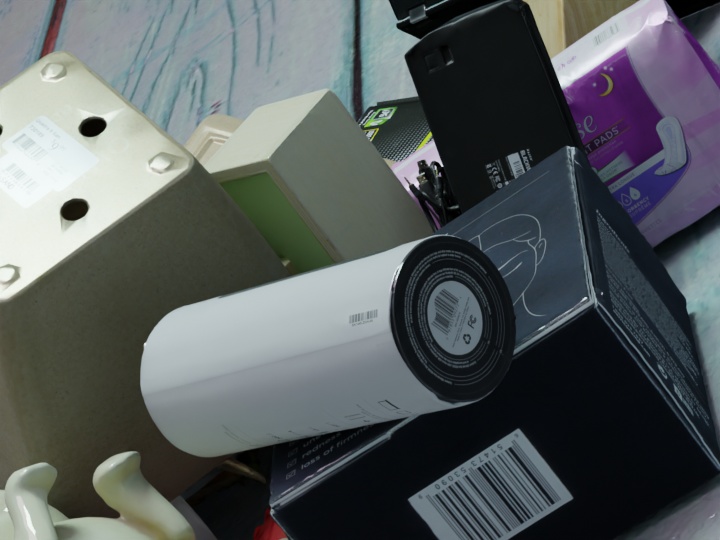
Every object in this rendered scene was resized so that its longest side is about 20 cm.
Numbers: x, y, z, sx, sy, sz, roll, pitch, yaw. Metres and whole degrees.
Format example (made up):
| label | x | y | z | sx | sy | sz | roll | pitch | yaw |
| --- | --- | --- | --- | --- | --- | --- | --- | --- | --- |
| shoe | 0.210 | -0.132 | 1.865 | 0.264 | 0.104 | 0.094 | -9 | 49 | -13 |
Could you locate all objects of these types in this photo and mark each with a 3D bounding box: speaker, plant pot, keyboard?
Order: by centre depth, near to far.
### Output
| label | x | y | z | sx | sy | sz | roll | pitch | yaw |
| --- | --- | --- | --- | --- | --- | --- | --- | --- | --- |
| speaker | -0.020 | 0.040 | 1.414 | 0.199 | 0.081 | 0.081 | -16 | 29 | 49 |
| plant pot | -0.159 | 0.004 | 1.605 | 0.200 | 0.178 | 0.200 | -37 | 51 | -17 |
| keyboard | 0.080 | -0.043 | 1.624 | 0.104 | 0.201 | 0.040 | -20 | -3 | 10 |

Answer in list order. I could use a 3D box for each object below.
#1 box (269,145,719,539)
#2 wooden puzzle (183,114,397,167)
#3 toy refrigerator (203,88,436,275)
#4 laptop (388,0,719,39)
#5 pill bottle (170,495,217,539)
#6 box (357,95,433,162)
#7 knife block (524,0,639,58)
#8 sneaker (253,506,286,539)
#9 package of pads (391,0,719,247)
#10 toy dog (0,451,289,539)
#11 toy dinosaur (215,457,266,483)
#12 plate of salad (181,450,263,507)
| label | x | y | z | sx | sy | sz | roll | pitch | yaw |
| --- | --- | --- | --- | --- | --- | --- | --- | --- | --- |
| box | 0.066 | 0.066 | 1.503 | 0.199 | 0.124 | 0.197 | -33 | 22 | 15 |
| wooden puzzle | -0.062 | -0.009 | 1.791 | 0.184 | 0.037 | 0.200 | 16 | 51 | 28 |
| toy refrigerator | 0.000 | 0.000 | 1.651 | 0.076 | 0.200 | 0.070 | -9 | 34 | 52 |
| laptop | 0.109 | -0.232 | 1.937 | 0.187 | 0.199 | 0.117 | -20 | 60 | 40 |
| pill bottle | -0.171 | 0.204 | 1.635 | 0.200 | 0.109 | 0.109 | -43 | 20 | -13 |
| box | 0.042 | -0.044 | 1.872 | 0.192 | 0.048 | 0.200 | -7 | 35 | 43 |
| knife block | 0.119 | -0.136 | 1.782 | 0.064 | 0.176 | 0.200 | -14 | 31 | 51 |
| sneaker | -0.054 | 0.156 | 1.585 | 0.115 | 0.079 | 0.200 | -30 | 20 | 19 |
| package of pads | 0.126 | -0.060 | 1.678 | 0.199 | 0.121 | 0.076 | -34 | 14 | 14 |
| toy dog | -0.141 | 0.184 | 1.497 | 0.199 | 0.195 | 0.139 | 22 | 31 | 36 |
| toy dinosaur | -0.110 | 0.084 | 1.718 | 0.106 | 0.061 | 0.200 | -32 | 20 | 14 |
| plate of salad | -0.106 | 0.109 | 1.822 | 0.200 | 0.048 | 0.200 | -35 | 19 | 14 |
